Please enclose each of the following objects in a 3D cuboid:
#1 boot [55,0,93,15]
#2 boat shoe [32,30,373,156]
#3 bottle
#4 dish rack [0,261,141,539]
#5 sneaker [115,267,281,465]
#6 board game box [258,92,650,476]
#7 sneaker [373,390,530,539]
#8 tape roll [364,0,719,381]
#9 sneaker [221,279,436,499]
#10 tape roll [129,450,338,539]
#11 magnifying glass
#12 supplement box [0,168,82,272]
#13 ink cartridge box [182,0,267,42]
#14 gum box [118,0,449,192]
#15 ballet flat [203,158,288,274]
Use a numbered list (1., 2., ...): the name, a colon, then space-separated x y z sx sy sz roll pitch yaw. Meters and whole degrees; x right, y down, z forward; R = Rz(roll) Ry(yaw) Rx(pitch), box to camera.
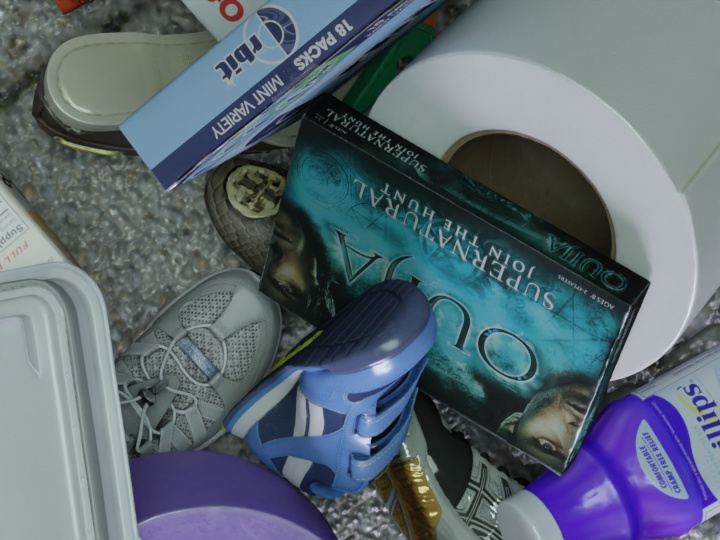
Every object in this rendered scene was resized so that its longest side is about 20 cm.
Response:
1. boot: -0.127 -0.189 1.473 0.199 0.075 0.108 15 91 8
2. boat shoe: -0.085 -0.096 1.467 0.199 0.060 0.072 -1 74 -21
3. bottle: 0.168 0.103 1.438 0.199 0.065 0.084 -26 82 -21
4. dish rack: -0.200 0.104 1.335 0.171 0.043 0.201 -10 85 27
5. sneaker: -0.117 0.082 1.453 0.075 0.082 0.200 42 88 1
6. board game box: 0.044 0.009 1.373 0.199 0.136 0.028 31 45 15
7. sneaker: 0.072 0.136 1.469 0.087 0.076 0.201 -30 93 -16
8. tape roll: 0.118 -0.060 1.385 0.203 0.203 0.139 43 47 1
9. sneaker: -0.001 0.066 1.377 0.082 0.200 0.074 49 62 -1
10. tape roll: -0.093 0.205 1.414 0.199 0.085 0.201 -4 107 -13
11. magnifying glass: 0.026 -0.119 1.479 0.079 0.022 0.201 18 78 -33
12. supplement box: -0.239 -0.047 1.435 0.073 0.126 0.200 -40 90 -4
13. ink cartridge box: -0.037 -0.232 1.358 0.200 0.083 0.147 -38 106 19
14. gum box: -0.015 -0.123 1.326 0.170 0.200 0.045 -37 91 23
15. ballet flat: 0.000 0.000 1.467 0.200 0.046 0.067 38 62 -1
